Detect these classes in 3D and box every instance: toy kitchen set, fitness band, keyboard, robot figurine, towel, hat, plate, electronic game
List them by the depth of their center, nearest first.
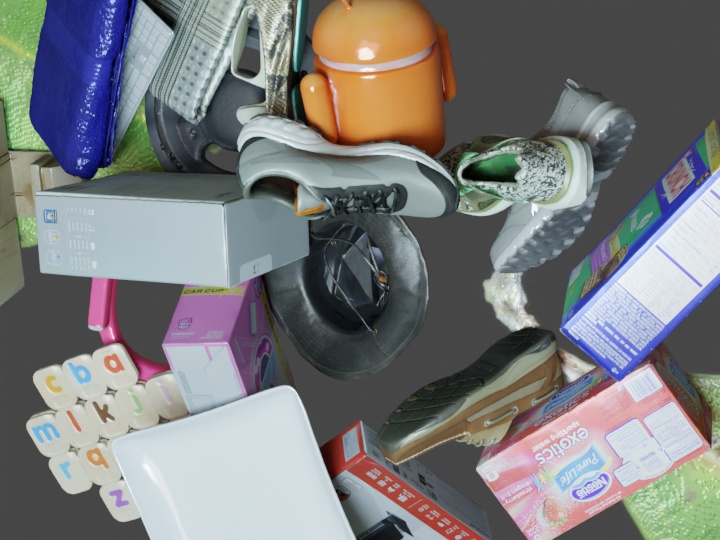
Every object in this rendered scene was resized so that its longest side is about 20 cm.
[{"bbox_3d":[0.018,-0.168,1.328,0.143,0.117,0.201,-7,119,0],"label":"robot figurine"},{"bbox_3d":[-0.110,0.218,1.373,0.199,0.032,0.200,-19,98,19],"label":"plate"},{"bbox_3d":[-0.260,-0.203,1.385,0.148,0.049,0.200,49,131,45],"label":"towel"},{"bbox_3d":[-0.180,-0.270,1.386,0.192,0.035,0.200,36,114,22],"label":"towel"},{"bbox_3d":[0.000,0.000,1.402,0.200,0.081,0.201,13,113,33],"label":"hat"},{"bbox_3d":[-0.230,-0.178,1.409,0.056,0.011,0.200,49,137,11],"label":"keyboard"},{"bbox_3d":[-0.117,-0.154,1.415,0.199,0.042,0.201,3,100,20],"label":"electronic game"},{"bbox_3d":[-0.372,-0.049,1.437,0.163,0.180,0.201,2,110,13],"label":"toy kitchen set"},{"bbox_3d":[-0.200,0.022,1.492,0.143,0.037,0.201,15,110,10],"label":"fitness band"}]

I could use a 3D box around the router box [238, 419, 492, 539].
[{"bbox_3d":[0.000,0.255,1.450,0.179,0.049,0.200,-37,126,21],"label":"router box"}]

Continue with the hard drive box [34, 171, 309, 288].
[{"bbox_3d":[-0.170,-0.042,1.345,0.199,0.156,0.077,4,103,26],"label":"hard drive box"}]

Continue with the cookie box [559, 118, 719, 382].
[{"bbox_3d":[0.270,-0.021,1.286,0.075,0.171,0.200,41,111,-3],"label":"cookie box"}]

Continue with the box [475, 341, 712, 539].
[{"bbox_3d":[0.222,0.160,1.390,0.200,0.095,0.103,-35,95,21],"label":"box"}]

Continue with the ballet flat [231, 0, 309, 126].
[{"bbox_3d":[-0.079,-0.173,1.333,0.075,0.068,0.201,-1,103,9],"label":"ballet flat"}]

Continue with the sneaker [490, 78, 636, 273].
[{"bbox_3d":[0.176,-0.084,1.358,0.082,0.075,0.200,51,121,34],"label":"sneaker"}]

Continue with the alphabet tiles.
[{"bbox_3d":[-0.252,0.171,1.544,0.200,0.015,0.196,-19,109,25],"label":"alphabet tiles"}]

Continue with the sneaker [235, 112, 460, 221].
[{"bbox_3d":[-0.013,-0.071,1.273,0.199,0.080,0.074,11,144,-1],"label":"sneaker"}]

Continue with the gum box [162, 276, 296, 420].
[{"bbox_3d":[-0.119,0.101,1.415,0.066,0.114,0.200,-2,132,15],"label":"gum box"}]

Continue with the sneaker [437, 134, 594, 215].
[{"bbox_3d":[0.112,-0.091,1.309,0.200,0.088,0.077,-4,83,54],"label":"sneaker"}]

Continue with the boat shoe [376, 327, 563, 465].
[{"bbox_3d":[0.113,0.131,1.384,0.200,0.076,0.074,-30,108,-14],"label":"boat shoe"}]
